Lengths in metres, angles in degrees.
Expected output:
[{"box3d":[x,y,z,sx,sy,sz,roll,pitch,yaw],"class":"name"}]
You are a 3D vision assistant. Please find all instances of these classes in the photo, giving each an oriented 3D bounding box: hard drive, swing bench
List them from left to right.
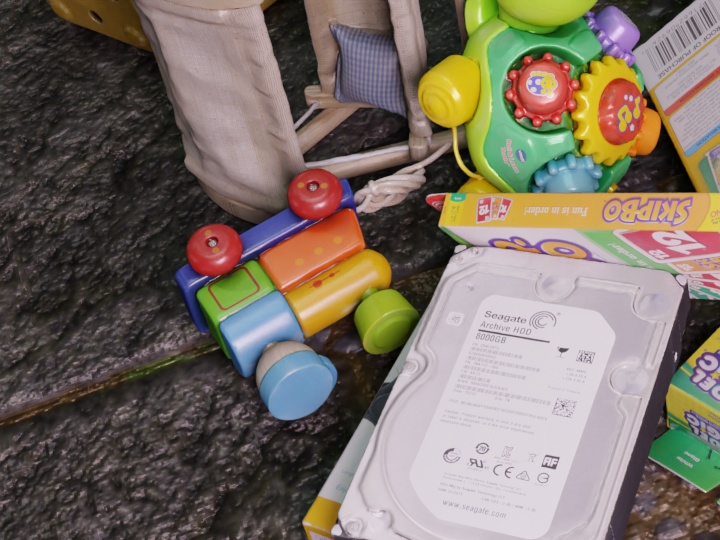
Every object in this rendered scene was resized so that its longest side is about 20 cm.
[{"box3d":[-0.032,-0.147,0.957,0.199,0.200,0.130,-27,48,-10],"class":"swing bench"},{"box3d":[0.083,0.076,0.785,0.138,0.038,0.201,9,51,24],"class":"hard drive"}]

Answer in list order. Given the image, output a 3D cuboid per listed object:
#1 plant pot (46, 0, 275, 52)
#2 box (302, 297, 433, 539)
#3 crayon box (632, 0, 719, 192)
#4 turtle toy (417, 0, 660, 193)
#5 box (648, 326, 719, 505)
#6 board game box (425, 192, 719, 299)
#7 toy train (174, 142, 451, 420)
[{"box3d":[-0.155,-0.283,1.122,0.193,0.196,0.201,23,64,30],"class":"plant pot"},{"box3d":[0.066,0.088,0.834,0.118,0.042,0.201,15,52,26],"class":"box"},{"box3d":[0.251,-0.098,0.900,0.125,0.051,0.201,-39,39,24],"class":"crayon box"},{"box3d":[0.115,-0.117,0.898,0.101,0.201,0.146,9,38,46],"class":"turtle toy"},{"box3d":[0.254,0.054,0.811,0.117,0.049,0.200,32,64,36],"class":"box"},{"box3d":[0.136,-0.014,0.838,0.199,0.095,0.030,6,70,40],"class":"board game box"},{"box3d":[0.000,0.000,0.901,0.199,0.085,0.116,-29,54,-12],"class":"toy train"}]
